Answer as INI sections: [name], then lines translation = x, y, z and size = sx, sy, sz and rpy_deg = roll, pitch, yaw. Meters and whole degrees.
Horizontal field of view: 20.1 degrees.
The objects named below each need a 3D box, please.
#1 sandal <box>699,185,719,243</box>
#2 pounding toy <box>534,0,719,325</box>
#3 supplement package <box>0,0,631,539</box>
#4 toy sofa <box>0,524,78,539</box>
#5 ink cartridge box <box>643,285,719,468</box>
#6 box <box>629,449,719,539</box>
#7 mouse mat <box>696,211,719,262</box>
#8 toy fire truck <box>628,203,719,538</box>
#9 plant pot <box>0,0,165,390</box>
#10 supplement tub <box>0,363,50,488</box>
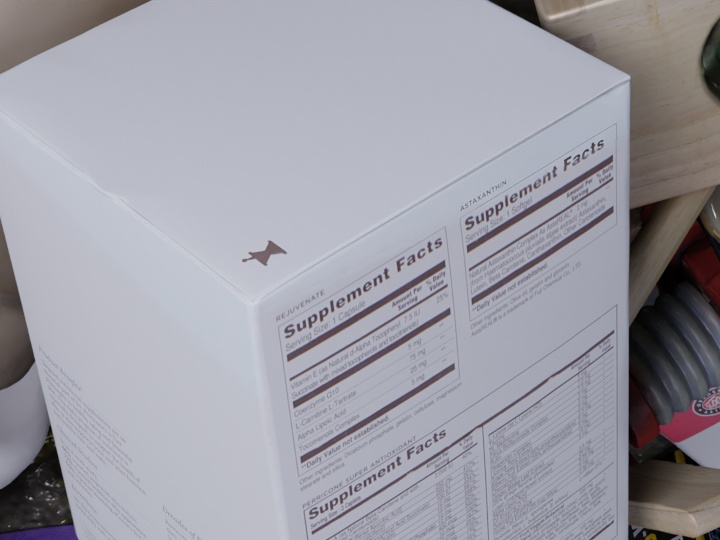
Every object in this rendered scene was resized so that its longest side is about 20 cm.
[sandal]
translation = 0.221, -0.058, 0.760
size = 0.198, 0.081, 0.054
rpy_deg = -11, 173, 7
[pounding toy]
translation = 0.129, -0.094, 0.729
size = 0.182, 0.201, 0.143
rpy_deg = -15, 138, 7
[supplement package]
translation = -0.012, 0.021, 0.678
size = 0.150, 0.151, 0.201
rpy_deg = -30, 134, -28
[toy sofa]
translation = -0.118, 0.151, 1.033
size = 0.198, 0.083, 0.098
rpy_deg = -6, 133, -4
[ink cartridge box]
translation = 0.232, 0.045, 0.982
size = 0.145, 0.085, 0.200
rpy_deg = -33, 131, 23
[box]
translation = 0.222, 0.209, 1.099
size = 0.049, 0.161, 0.200
rpy_deg = -33, 132, 23
[mouse mat]
translation = 0.223, 0.003, 0.834
size = 0.199, 0.162, 0.008
rpy_deg = -10, 156, -41
[toy fire truck]
translation = 0.123, 0.034, 0.830
size = 0.175, 0.201, 0.129
rpy_deg = -32, 145, -5
[plant pot]
translation = -0.143, -0.086, 0.716
size = 0.199, 0.201, 0.174
rpy_deg = 33, 107, -36
[supplement tub]
translation = -0.247, 0.071, 0.878
size = 0.199, 0.145, 0.144
rpy_deg = -34, 132, 25
